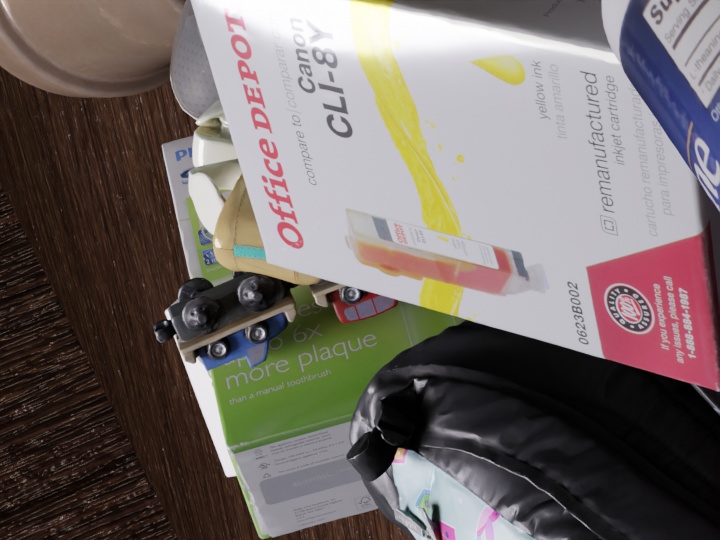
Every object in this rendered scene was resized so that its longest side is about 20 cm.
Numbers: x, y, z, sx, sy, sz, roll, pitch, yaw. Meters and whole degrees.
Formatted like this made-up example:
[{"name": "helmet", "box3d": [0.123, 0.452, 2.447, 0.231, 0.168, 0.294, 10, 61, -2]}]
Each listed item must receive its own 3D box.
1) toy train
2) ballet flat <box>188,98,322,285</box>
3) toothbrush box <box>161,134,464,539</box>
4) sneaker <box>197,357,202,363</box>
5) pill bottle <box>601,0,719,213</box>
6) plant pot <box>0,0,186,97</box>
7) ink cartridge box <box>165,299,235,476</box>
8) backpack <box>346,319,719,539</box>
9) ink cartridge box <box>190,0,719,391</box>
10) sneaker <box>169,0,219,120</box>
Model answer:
[{"name": "toy train", "box3d": [0.000, 0.000, 1.098, 0.034, 0.199, 0.046, -117, 6, -66]}, {"name": "ballet flat", "box3d": [-0.050, -0.053, 1.098, 0.200, 0.063, 0.069, -110, 19, -66]}, {"name": "toothbrush box", "box3d": [-0.007, 0.014, 1.174, 0.086, 0.145, 0.200, 75, 180, -50]}, {"name": "sneaker", "box3d": [-0.006, 0.056, 1.232, 0.092, 0.199, 0.076, -59, -32, -45]}, {"name": "pill bottle", "box3d": [0.133, -0.059, 0.627, 0.111, 0.111, 0.200, 87, 157, -58]}, {"name": "plant pot", "box3d": [-0.119, -0.199, 1.358, 0.174, 0.200, 0.201, 8, 122, 54]}, {"name": "ink cartridge box", "box3d": [-0.049, 0.046, 1.431, 0.200, 0.067, 0.118, -45, -60, -57]}, {"name": "backpack", "box3d": [0.112, 0.086, 0.926, 0.200, 0.167, 0.127, 35, 158, 43]}, {"name": "ink cartridge box", "box3d": [0.050, -0.056, 0.835, 0.199, 0.083, 0.146, 16, 138, 31]}, {"name": "sneaker", "box3d": [-0.056, -0.139, 1.171, 0.077, 0.082, 0.200, 45, 133, 7]}]
